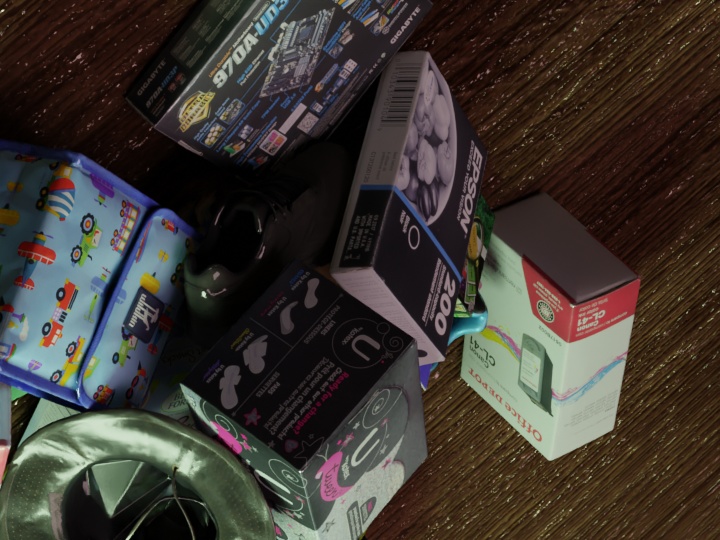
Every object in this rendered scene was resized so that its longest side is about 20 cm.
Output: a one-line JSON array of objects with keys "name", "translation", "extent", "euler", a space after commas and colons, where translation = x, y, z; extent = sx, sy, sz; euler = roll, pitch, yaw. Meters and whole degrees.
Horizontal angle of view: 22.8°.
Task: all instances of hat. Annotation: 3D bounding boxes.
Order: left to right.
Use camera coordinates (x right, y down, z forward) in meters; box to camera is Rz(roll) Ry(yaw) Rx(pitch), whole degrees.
[{"name": "hat", "translation": [-0.152, 0.170, 1.273], "extent": [0.081, 0.200, 0.201], "euler": [-69, -175, -68]}]

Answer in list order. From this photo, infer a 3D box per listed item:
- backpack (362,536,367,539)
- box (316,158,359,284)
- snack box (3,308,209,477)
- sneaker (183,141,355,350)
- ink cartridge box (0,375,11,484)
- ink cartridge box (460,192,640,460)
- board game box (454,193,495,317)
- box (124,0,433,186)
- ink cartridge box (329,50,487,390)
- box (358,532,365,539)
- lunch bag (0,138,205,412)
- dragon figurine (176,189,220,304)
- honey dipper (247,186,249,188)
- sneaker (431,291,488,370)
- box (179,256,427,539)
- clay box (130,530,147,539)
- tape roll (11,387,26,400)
[{"name": "backpack", "translation": [-0.079, 0.338, 1.689], "extent": [0.200, 0.135, 0.183], "euler": [-16, 134, -31]}, {"name": "box", "translation": [0.000, 0.000, 1.457], "extent": [0.200, 0.021, 0.164], "euler": [-54, 142, -36]}, {"name": "snack box", "translation": [-0.180, 0.124, 1.412], "extent": [0.169, 0.068, 0.200], "euler": [-13, 142, -45]}, {"name": "sneaker", "translation": [-0.062, -0.033, 1.300], "extent": [0.200, 0.076, 0.091], "euler": [-57, 152, -35]}, {"name": "ink cartridge box", "translation": [-0.333, 0.152, 1.259], "extent": [0.145, 0.083, 0.200], "euler": [4, 135, -19]}, {"name": "ink cartridge box", "translation": [0.172, 0.053, 1.653], "extent": [0.086, 0.148, 0.200], "euler": [-22, 136, -28]}, {"name": "board game box", "translation": [0.064, -0.052, 1.498], "extent": [0.200, 0.023, 0.105], "euler": [51, 45, -53]}, {"name": "box", "translation": [-0.056, -0.163, 1.323], "extent": [0.200, 0.046, 0.159], "euler": [-51, 144, 7]}, {"name": "ink cartridge box", "translation": [0.052, -0.035, 1.403], "extent": [0.200, 0.043, 0.198], "euler": [53, 44, -52]}, {"name": "box", "translation": [-0.050, 0.160, 1.561], "extent": [0.200, 0.122, 0.048], "euler": [86, 28, -45]}, {"name": "lunch bag", "translation": [-0.190, 0.017, 1.228], "extent": [0.200, 0.094, 0.151], "euler": [32, 74, -54]}, {"name": "dragon figurine", "translation": [-0.115, 0.008, 1.357], "extent": [0.099, 0.059, 0.200], "euler": [50, 49, -16]}, {"name": "honey dipper", "translation": [-0.018, -0.047, 1.478], "extent": [0.200, 0.038, 0.038], "euler": [17, 111, -53]}, {"name": "sneaker", "translation": [0.021, 0.064, 1.575], "extent": [0.200, 0.082, 0.073], "euler": [-36, 143, -10]}, {"name": "box", "translation": [-0.034, 0.111, 1.285], "extent": [0.132, 0.115, 0.200], "euler": [-48, 157, -21]}, {"name": "clay box", "translation": [-0.144, 0.239, 1.344], "extent": [0.115, 0.200, 0.048], "euler": [-20, 177, -33]}, {"name": "tape roll", "translation": [-0.273, 0.012, 1.279], "extent": [0.200, 0.048, 0.201], "euler": [-26, 139, -25]}]
